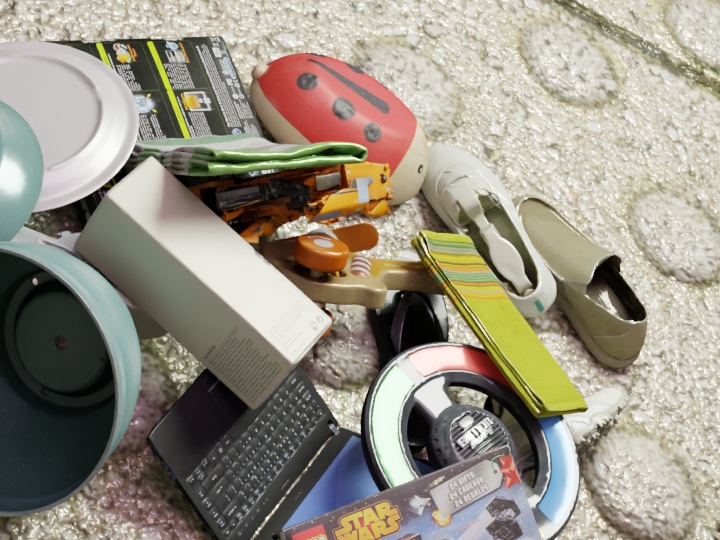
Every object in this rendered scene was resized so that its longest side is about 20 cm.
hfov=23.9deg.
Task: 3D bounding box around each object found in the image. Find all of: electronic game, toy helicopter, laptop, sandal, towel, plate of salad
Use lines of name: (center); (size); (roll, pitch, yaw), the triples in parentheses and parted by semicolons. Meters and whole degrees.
electronic game: (0.093, 0.148, 1.413); (0.199, 0.042, 0.201); (13, 52, -18)
toy helicopter: (0.000, 0.000, 1.507); (0.199, 0.079, 0.132); (3, 21, -28)
laptop: (-0.042, 0.151, 1.371); (0.201, 0.103, 0.177); (58, 44, -17)
sandal: (0.050, 0.071, 1.529); (0.076, 0.043, 0.201); (14, 51, -19)
towel: (-0.103, -0.099, 1.416); (0.148, 0.200, 0.031); (-8, 98, -29)
plate of salad: (-0.287, -0.117, 1.443); (0.198, 0.048, 0.201); (3, 50, -3)
towel: (0.123, 0.044, 1.489); (0.086, 0.018, 0.201); (0, 49, -51)

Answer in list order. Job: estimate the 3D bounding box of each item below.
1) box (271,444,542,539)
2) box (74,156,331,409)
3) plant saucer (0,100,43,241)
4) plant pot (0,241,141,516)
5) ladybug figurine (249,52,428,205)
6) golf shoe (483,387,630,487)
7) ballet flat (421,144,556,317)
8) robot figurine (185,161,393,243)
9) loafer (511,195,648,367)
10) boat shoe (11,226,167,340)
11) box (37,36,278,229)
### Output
box: (0.047, 0.232, 1.310); (0.199, 0.040, 0.138); (-17, 83, -21)
box: (-0.126, 0.011, 1.359); (0.200, 0.082, 0.068); (43, 46, 0)
plant saucer: (-0.354, -0.080, 1.360); (0.198, 0.036, 0.201); (-1, 56, 1)
plant pot: (-0.246, 0.067, 1.283); (0.200, 0.201, 0.134); (42, 20, 4)
ladybug figurine: (-0.014, -0.142, 1.614); (0.199, 0.072, 0.136); (30, 38, -19)
golf shoe: (0.160, 0.136, 1.526); (0.199, 0.078, 0.097); (-25, 66, -41)
ballet flat: (0.120, -0.045, 1.630); (0.069, 0.069, 0.201); (-22, 72, -39)
robot figurine: (-0.075, -0.056, 1.449); (0.199, 0.144, 0.059); (-13, 93, -40)
loafer: (0.216, -0.001, 1.659); (0.075, 0.068, 0.200); (-28, 73, -40)
boat shoe: (-0.246, -0.002, 1.394); (0.199, 0.070, 0.072); (18, 60, -12)
box: (-0.181, -0.120, 1.539); (0.192, 0.048, 0.201); (-9, 63, -31)
